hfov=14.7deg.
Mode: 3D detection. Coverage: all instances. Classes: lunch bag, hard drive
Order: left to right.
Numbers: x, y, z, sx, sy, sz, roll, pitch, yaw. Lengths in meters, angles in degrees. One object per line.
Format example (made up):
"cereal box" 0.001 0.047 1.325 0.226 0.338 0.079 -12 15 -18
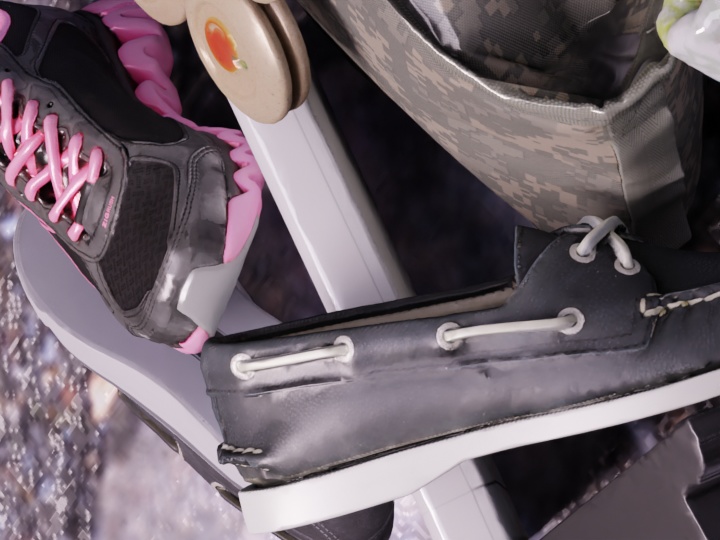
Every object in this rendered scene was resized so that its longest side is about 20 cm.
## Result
"hard drive" 0.000 0.000 0.892 0.027 0.132 0.200 -26 83 2
"lunch bag" 0.038 -0.101 0.816 0.118 0.164 0.200 -35 74 -3

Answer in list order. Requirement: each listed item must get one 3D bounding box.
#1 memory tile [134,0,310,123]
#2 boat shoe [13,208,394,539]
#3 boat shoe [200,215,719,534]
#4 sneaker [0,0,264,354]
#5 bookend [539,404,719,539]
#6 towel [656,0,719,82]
"memory tile" -0.062 -0.142 0.766 0.153 0.017 0.200 46 153 30
"boat shoe" -0.052 0.035 0.974 0.200 0.070 0.066 35 154 40
"boat shoe" 0.052 0.017 0.778 0.200 0.076 0.060 -19 92 4
"sneaker" -0.098 -0.039 0.933 0.079 0.095 0.200 -66 30 18
"bookend" 0.127 0.150 0.798 0.199 0.092 0.200 61 148 15
"towel" 0.198 -0.092 0.684 0.200 0.171 0.048 -50 25 36
